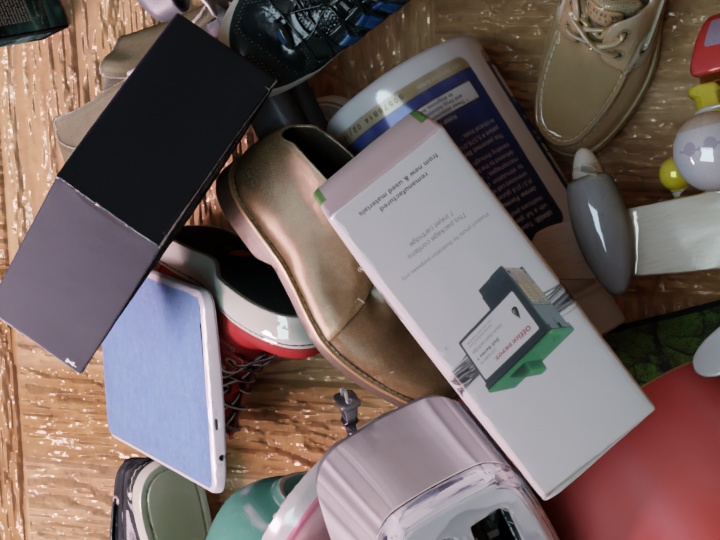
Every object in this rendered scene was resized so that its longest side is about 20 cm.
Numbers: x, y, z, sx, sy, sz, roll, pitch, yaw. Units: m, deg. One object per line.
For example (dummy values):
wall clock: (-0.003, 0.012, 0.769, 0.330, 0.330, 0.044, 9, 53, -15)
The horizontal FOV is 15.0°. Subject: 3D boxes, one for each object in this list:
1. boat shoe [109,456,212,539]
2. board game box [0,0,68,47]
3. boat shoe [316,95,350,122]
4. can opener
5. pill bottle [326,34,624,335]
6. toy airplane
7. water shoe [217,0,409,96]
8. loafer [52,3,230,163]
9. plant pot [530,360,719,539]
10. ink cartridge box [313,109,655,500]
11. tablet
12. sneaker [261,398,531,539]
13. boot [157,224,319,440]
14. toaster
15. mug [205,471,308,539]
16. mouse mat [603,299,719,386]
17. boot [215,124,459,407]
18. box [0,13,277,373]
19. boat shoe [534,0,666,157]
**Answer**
boat shoe: (-0.135, 0.218, 1.854, 0.066, 0.074, 0.200, 14, 120, 52)
board game box: (-0.273, -0.240, 1.793, 0.028, 0.135, 0.201, -23, 89, 28)
boat shoe: (0.008, -0.017, 1.731, 0.070, 0.071, 0.201, -27, 86, 28)
can opener: (-0.085, -0.141, 1.700, 0.067, 0.053, 0.200, -24, 95, 28)
pill bottle: (0.075, -0.033, 1.672, 0.111, 0.111, 0.200, -35, 84, 28)
toy airplane: (0.214, -0.037, 1.547, 0.200, 0.141, 0.199, -51, 56, 3)
water shoe: (-0.002, -0.180, 1.646, 0.200, 0.079, 0.072, -41, 100, -12)
loafer: (-0.135, -0.129, 1.779, 0.200, 0.075, 0.070, -43, 83, 26)
plant pot: (0.205, 0.162, 1.605, 0.200, 0.200, 0.178, -45, 69, 26)
ink cartridge box: (0.067, 0.017, 1.542, 0.084, 0.146, 0.200, -38, 99, 1)
tablet: (-0.130, 0.063, 1.783, 0.200, 0.014, 0.131, -162, 67, -64)
sneaker: (0.037, 0.142, 1.674, 0.105, 0.200, 0.075, 45, 135, 17)
boot: (-0.074, 0.062, 1.753, 0.200, 0.072, 0.145, 27, 118, 60)
toaster: (0.054, 0.163, 1.577, 0.113, 0.129, 0.200, -28, 113, -9)
mug: (-0.015, 0.204, 1.739, 0.185, 0.152, 0.115, 25, 108, 24)
mouse mat: (0.204, 0.105, 1.693, 0.199, 0.008, 0.161, -16, 93, 29)
boot: (0.000, 0.000, 1.642, 0.200, 0.074, 0.075, 50, 132, -2)
box: (-0.141, -0.043, 1.659, 0.079, 0.141, 0.200, 32, 149, -4)
boat shoe: (0.147, -0.159, 1.637, 0.071, 0.064, 0.201, 28, 111, 19)
